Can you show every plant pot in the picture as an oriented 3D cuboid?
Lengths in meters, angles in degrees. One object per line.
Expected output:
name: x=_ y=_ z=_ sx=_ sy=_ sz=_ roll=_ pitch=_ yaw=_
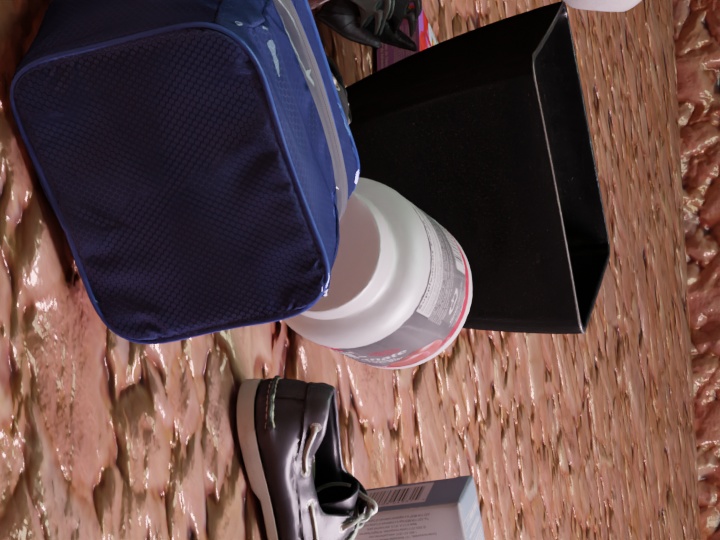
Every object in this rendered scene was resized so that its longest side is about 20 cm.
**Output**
plant pot: x=0.070 y=-0.067 z=1.829 sx=0.200 sy=0.177 sz=0.200 roll=-56 pitch=137 yaw=-68

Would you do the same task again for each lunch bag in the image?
lunch bag: x=-0.087 y=-0.081 z=1.287 sx=0.132 sy=0.135 sz=0.201 roll=-77 pitch=153 yaw=-57

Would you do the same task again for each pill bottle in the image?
pill bottle: x=0.000 y=0.000 z=1.644 sx=0.200 sy=0.110 sz=0.111 roll=30 pitch=54 yaw=-72

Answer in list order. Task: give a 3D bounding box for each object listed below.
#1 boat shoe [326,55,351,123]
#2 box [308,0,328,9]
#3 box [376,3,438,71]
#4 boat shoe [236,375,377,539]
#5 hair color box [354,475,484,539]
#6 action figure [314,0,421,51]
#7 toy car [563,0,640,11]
boat shoe: x=-0.034 y=-0.100 z=1.583 sx=0.200 sy=0.070 sz=0.066 roll=-80 pitch=180 yaw=-74
box: x=-0.078 y=-0.249 z=1.453 sx=0.200 sy=0.075 sz=0.100 roll=54 pitch=25 yaw=-31
box: x=0.048 y=-0.098 z=2.041 sx=0.137 sy=0.039 sz=0.201 roll=59 pitch=27 yaw=-59
boat shoe: x=-0.023 y=0.151 z=1.566 sx=0.073 sy=0.062 sz=0.201 roll=-77 pitch=155 yaw=-56
hair color box: x=0.042 y=0.246 z=1.699 sx=0.061 sy=0.099 sz=0.201 roll=-50 pitch=130 yaw=-73
action figure: x=0.037 y=-0.262 z=1.840 sx=0.201 sy=0.069 sz=0.130 roll=-70 pitch=167 yaw=15
toy car: x=0.151 y=-0.284 z=1.874 sx=0.200 sy=0.149 sz=0.176 roll=-45 pitch=139 yaw=-79
